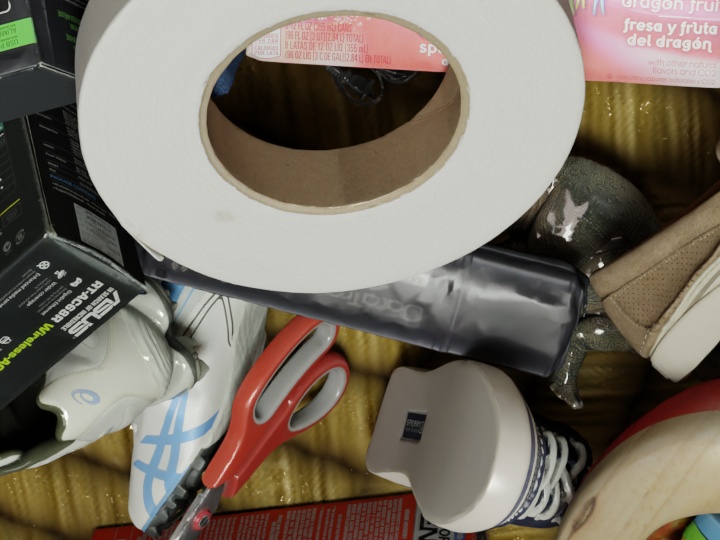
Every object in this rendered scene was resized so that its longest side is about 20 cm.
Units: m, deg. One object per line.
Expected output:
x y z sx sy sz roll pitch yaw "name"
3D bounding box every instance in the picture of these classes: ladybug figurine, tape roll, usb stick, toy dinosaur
0.157 0.106 1.072 0.135 0.072 0.200 19 139 -11 "ladybug figurine"
-0.013 -0.071 0.967 0.201 0.037 0.204 -4 137 -4 "tape roll"
0.000 0.000 1.070 0.199 0.033 0.056 14 115 -3 "usb stick"
0.100 -0.007 1.119 0.102 0.077 0.200 -43 103 11 "toy dinosaur"

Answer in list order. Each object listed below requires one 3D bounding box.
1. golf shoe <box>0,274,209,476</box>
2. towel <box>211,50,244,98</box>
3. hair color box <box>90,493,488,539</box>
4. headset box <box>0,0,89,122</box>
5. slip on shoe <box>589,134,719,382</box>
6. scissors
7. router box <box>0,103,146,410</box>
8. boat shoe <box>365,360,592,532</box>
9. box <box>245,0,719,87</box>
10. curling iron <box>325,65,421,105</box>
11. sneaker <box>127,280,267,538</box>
-0.165 0.057 1.121 0.199 0.097 0.079 -22 103 46 "golf shoe"
-0.095 -0.175 1.009 0.048 0.112 0.201 -10 117 15 "towel"
-0.031 0.178 1.224 0.199 0.064 0.112 -6 117 9 "hair color box"
-0.209 -0.138 1.000 0.173 0.093 0.201 -13 85 12 "headset box"
0.175 -0.040 1.028 0.061 0.076 0.200 44 119 7 "slip on shoe"
-0.072 0.101 1.143 0.200 0.014 0.073 -49 151 -12 "scissors"
-0.194 -0.001 1.085 0.200 0.150 0.062 -38 137 22 "router box"
0.070 0.084 1.103 0.092 0.200 0.075 17 91 -13 "boat shoe"
0.054 -0.142 1.021 0.199 0.103 0.095 4 119 3 "box"
0.077 -0.097 1.084 0.198 0.026 0.050 0 82 0 "curling iron"
-0.081 0.037 1.154 0.072 0.072 0.201 26 122 15 "sneaker"
